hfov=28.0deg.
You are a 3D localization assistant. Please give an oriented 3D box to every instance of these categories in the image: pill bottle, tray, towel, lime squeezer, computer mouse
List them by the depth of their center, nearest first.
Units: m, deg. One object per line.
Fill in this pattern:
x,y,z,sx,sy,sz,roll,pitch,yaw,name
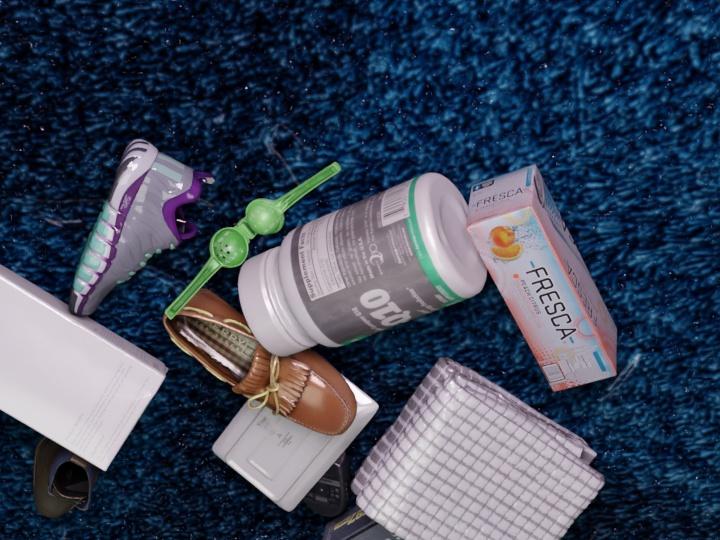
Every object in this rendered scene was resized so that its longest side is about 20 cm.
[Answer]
0.000,0.000,1.262,0.199,0.113,0.113,-22,120,25,pill bottle
-0.101,-0.036,1.288,0.200,0.071,0.038,-40,88,1,lime squeezer
0.113,0.196,1.384,0.200,0.086,0.166,32,101,-19,towel
-0.072,0.162,1.433,0.107,0.022,0.200,39,129,2,tray
-0.037,0.165,1.452,0.058,0.034,0.201,12,125,22,computer mouse

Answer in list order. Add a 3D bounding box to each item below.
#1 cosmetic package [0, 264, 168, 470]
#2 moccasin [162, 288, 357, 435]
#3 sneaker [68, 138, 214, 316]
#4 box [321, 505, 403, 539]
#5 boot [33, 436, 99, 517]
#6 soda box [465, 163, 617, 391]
-0.296,0.089,1.371,0.200,0.081,0.113,34,89,-7,cosmetic package
-0.093,0.088,1.339,0.201,0.078,0.074,38,113,3,moccasin
-0.203,-0.022,1.312,0.087,0.075,0.200,21,127,-12,sneaker
0.081,0.308,1.520,0.158,0.051,0.200,-35,114,29,box
-0.310,0.214,1.494,0.074,0.097,0.200,24,127,-8,boot
0.162,0.010,1.266,0.063,0.069,0.200,-17,123,22,soda box
